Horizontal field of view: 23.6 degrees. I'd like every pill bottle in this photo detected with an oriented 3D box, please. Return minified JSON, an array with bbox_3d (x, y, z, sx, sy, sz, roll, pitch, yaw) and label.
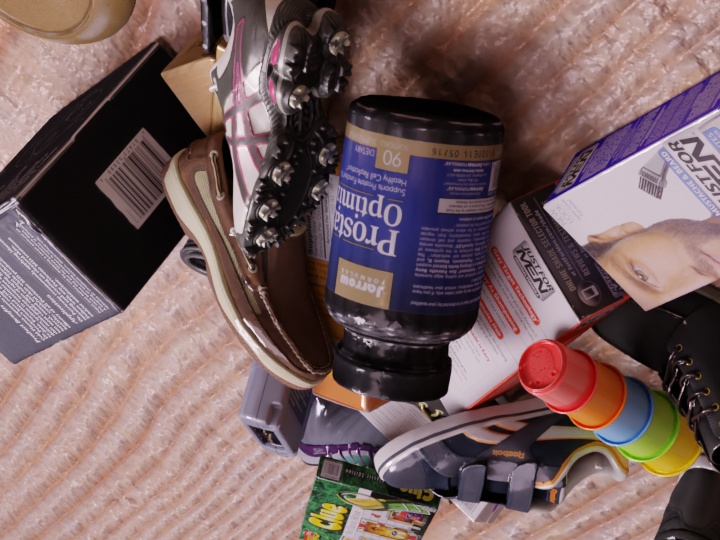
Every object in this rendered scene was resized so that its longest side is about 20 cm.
[{"bbox_3d":[0.034,-0.016,1.210,0.111,0.112,0.201,14,104,29],"label":"pill bottle"}]

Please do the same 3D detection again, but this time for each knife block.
[{"bbox_3d":[-0.051,-0.141,1.257,0.175,0.064,0.200,-8,125,46],"label":"knife block"}]

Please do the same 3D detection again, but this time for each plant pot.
[{"bbox_3d":[-0.265,-0.253,1.346,0.199,0.028,0.201,23,143,18],"label":"plant pot"}]

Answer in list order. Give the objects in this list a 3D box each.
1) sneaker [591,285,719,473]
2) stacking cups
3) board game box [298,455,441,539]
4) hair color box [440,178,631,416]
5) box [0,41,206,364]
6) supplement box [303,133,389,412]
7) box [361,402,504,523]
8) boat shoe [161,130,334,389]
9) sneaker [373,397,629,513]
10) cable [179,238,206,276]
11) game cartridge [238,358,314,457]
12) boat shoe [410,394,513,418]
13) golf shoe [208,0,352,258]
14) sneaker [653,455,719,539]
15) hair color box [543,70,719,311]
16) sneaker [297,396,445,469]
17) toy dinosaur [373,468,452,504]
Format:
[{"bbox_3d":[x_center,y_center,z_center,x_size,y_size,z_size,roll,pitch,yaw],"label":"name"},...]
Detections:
[{"bbox_3d":[0.235,0.074,1.220,0.199,0.106,0.075,23,143,21],"label":"sneaker"},{"bbox_3d":[0.180,0.094,1.260,0.060,0.061,0.200,0,159,40],"label":"stacking cups"},{"bbox_3d":[0.005,0.208,1.470,0.104,0.024,0.200,16,156,1],"label":"board game box"},{"bbox_3d":[0.109,0.026,1.285,0.102,0.061,0.200,60,147,10],"label":"hair color box"},{"bbox_3d":[-0.223,-0.051,1.389,0.124,0.200,0.196,47,144,-17],"label":"box"},{"bbox_3d":[0.000,0.000,1.307,0.069,0.066,0.201,17,116,41],"label":"supplement box"},{"bbox_3d":[0.046,0.130,1.435,0.200,0.042,0.039,41,-168,28],"label":"box"},{"bbox_3d":[-0.072,-0.010,1.275,0.075,0.075,0.203,-33,89,34],"label":"boat shoe"},{"bbox_3d":[0.113,0.149,1.337,0.199,0.080,0.079,-14,156,-3],"label":"sneaker"},{"bbox_3d":[-0.076,-0.019,1.460,0.097,0.051,0.200,32,161,-23],"label":"cable"},{"bbox_3d":[-0.058,0.075,1.419,0.041,0.134,0.200,17,167,7],"label":"game cartridge"},{"bbox_3d":[0.055,0.082,1.406,0.201,0.061,0.072,42,178,-2],"label":"boat shoe"},{"bbox_3d":[-0.062,-0.105,1.195,0.088,0.077,0.201,36,130,29],"label":"golf shoe"},{"bbox_3d":[0.263,0.246,1.401,0.070,0.099,0.201,18,142,21],"label":"sneaker"},{"bbox_3d":[0.225,-0.056,1.119,0.109,0.065,0.200,44,146,-11],"label":"hair color box"},{"bbox_3d":[0.005,0.122,1.509,0.199,0.074,0.088,-10,112,41],"label":"sneaker"},{"bbox_3d":[0.062,0.192,1.520,0.198,0.048,0.088,-6,147,0],"label":"toy dinosaur"}]
